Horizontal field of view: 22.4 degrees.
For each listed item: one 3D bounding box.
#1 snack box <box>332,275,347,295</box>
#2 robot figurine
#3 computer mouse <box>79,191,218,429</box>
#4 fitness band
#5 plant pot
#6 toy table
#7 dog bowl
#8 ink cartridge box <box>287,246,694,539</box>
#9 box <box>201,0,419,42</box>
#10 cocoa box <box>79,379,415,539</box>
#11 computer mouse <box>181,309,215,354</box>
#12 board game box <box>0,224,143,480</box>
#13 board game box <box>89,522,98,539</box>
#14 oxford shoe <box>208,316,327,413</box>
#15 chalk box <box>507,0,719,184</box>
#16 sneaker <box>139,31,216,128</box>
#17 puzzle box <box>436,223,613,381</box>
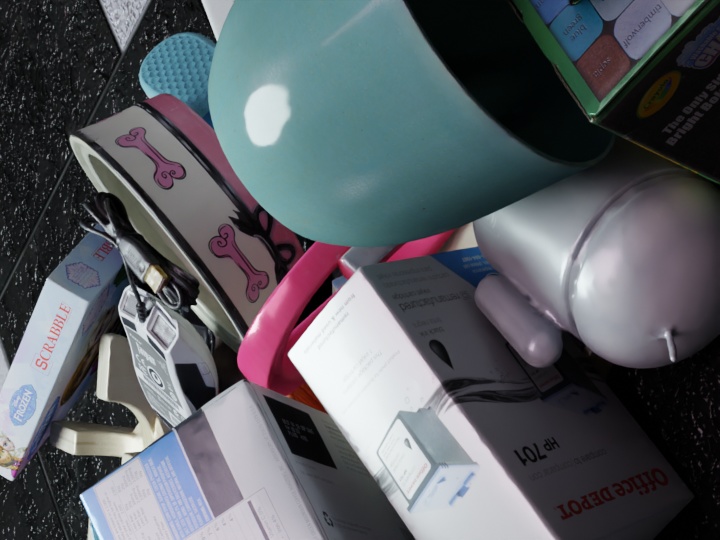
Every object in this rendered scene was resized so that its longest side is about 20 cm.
[{"bbox_3d":[0.036,0.107,1.201,0.117,0.037,0.201,93,152,-47],"label":"snack box"},{"bbox_3d":[0.140,-0.020,1.028,0.170,0.113,0.200,-47,44,-2],"label":"robot figurine"},{"bbox_3d":[-0.135,0.040,1.269,0.109,0.044,0.201,37,152,34],"label":"computer mouse"},{"bbox_3d":[0.000,0.000,1.118,0.037,0.200,0.144,42,144,10],"label":"fitness band"},{"bbox_3d":[0.015,-0.107,0.974,0.160,0.200,0.202,-31,63,32],"label":"plant pot"},{"bbox_3d":[-0.155,0.142,1.435,0.199,0.116,0.186,-10,81,55],"label":"toy table"},{"bbox_3d":[-0.113,-0.037,1.265,0.200,0.074,0.200,48,169,13],"label":"dog bowl"},{"bbox_3d":[0.076,0.091,1.049,0.200,0.146,0.086,52,124,21],"label":"ink cartridge box"},{"bbox_3d":[0.002,-0.214,1.149,0.199,0.131,0.200,-31,61,16],"label":"box"},{"bbox_3d":[-0.053,0.171,1.116,0.131,0.200,0.134,-34,66,11],"label":"cocoa box"},{"bbox_3d":[-0.112,0.066,1.401,0.034,0.058,0.201,93,174,-50],"label":"computer mouse"},{"bbox_3d":[-0.230,0.043,1.497,0.041,0.200,0.201,29,123,2],"label":"board game box"},{"bbox_3d":[-0.074,0.228,1.253,0.047,0.198,0.152,83,174,-78],"label":"board game box"},{"bbox_3d":[-0.066,0.086,1.312,0.072,0.071,0.201,-35,33,10],"label":"oxford shoe"},{"bbox_3d":[0.159,-0.142,0.913,0.125,0.199,0.124,-45,51,23],"label":"chalk box"},{"bbox_3d":[-0.071,-0.087,1.338,0.079,0.131,0.200,-41,51,-8],"label":"sneaker"},{"bbox_3d":[0.087,0.031,1.176,0.200,0.025,0.134,47,126,43],"label":"puzzle box"}]
